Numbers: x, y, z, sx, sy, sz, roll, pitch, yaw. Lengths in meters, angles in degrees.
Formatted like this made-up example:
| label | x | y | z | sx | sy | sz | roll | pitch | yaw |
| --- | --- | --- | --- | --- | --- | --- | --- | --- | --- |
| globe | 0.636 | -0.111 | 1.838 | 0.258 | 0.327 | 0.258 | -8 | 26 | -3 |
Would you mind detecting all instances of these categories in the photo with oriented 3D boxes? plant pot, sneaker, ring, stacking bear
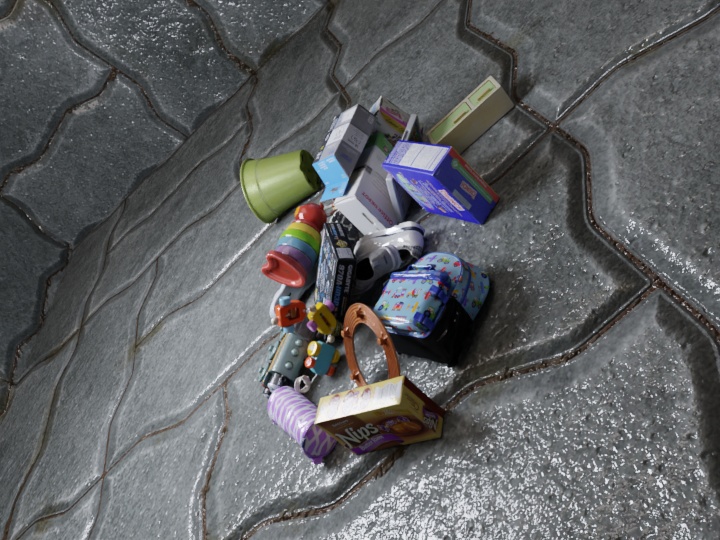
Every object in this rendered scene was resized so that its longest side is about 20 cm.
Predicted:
| label | x | y | z | sx | sy | sz | roll | pitch | yaw |
| --- | --- | --- | --- | --- | --- | --- | --- | --- | --- |
| plant pot | -0.222 | -0.264 | 2.020 | 0.186 | 0.202 | 0.203 | -18 | 40 | 21 |
| sneaker | 0.055 | -0.038 | 1.495 | 0.197 | 0.075 | 0.083 | -23 | 53 | 42 |
| sneaker | -0.064 | -0.065 | 1.640 | 0.205 | 0.076 | 0.080 | -67 | 18 | 8 |
| sneaker | -0.167 | 0.037 | 1.700 | 0.202 | 0.073 | 0.070 | -54 | 14 | -23 |
| ring | 0.014 | 0.160 | 1.232 | 0.019 | 0.207 | 0.199 | -14 | 18 | -25 |
| sneaker | 0.000 | 0.000 | 1.465 | 0.081 | 0.076 | 0.199 | -18 | -13 | -38 |
| stacking bear | -0.143 | -0.074 | 1.645 | 0.204 | 0.112 | 0.122 | -67 | 6 | -28 |

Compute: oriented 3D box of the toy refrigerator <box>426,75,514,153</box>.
| label | x | y | z | sx | sy | sz | roll | pitch | yaw |
| --- | --- | --- | --- | --- | --- | --- | --- | --- | --- |
| toy refrigerator | 0.249 | -0.348 | 1.579 | 0.199 | 0.070 | 0.077 | -40 | 31 | 15 |

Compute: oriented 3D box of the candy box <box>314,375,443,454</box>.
| label | x | y | z | sx | sy | sz | roll | pitch | yaw |
| --- | --- | --- | --- | --- | --- | --- | --- | --- | --- |
| candy box | 0.030 | 0.248 | 1.161 | 0.197 | 0.116 | 0.058 | -23 | 39 | 36 |

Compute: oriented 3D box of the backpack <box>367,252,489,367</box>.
| label | x | y | z | sx | sy | sz | roll | pitch | yaw |
| --- | --- | --- | --- | --- | --- | --- | --- | --- | --- |
| backpack | 0.130 | 0.049 | 1.236 | 0.180 | 0.135 | 0.202 | 6 | 57 | 53 |

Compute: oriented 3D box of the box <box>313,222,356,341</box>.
| label | x | y | z | sx | sy | sz | roll | pitch | yaw |
| --- | --- | --- | --- | --- | --- | --- | --- | --- | --- |
| box | -0.058 | 0.024 | 1.482 | 0.160 | 0.045 | 0.205 | -113 | 28 | -57 |

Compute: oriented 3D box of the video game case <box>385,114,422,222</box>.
| label | x | y | z | sx | sy | sz | roll | pitch | yaw |
| --- | --- | --- | --- | --- | --- | --- | --- | --- | --- |
| video game case | 0.108 | -0.234 | 1.578 | 0.018 | 0.145 | 0.204 | 8 | 57 | 22 |

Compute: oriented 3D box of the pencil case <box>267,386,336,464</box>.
| label | x | y | z | sx | sy | sz | roll | pitch | yaw |
| --- | --- | --- | --- | --- | --- | --- | --- | --- | --- |
| pencil case | -0.115 | 0.297 | 1.340 | 0.199 | 0.082 | 0.088 | 25 | 112 | 60 |

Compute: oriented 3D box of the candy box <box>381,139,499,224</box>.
| label | x | y | z | sx | sy | sz | roll | pitch | yaw |
| --- | --- | --- | --- | --- | --- | --- | --- | --- | --- |
| candy box | 0.162 | -0.184 | 1.413 | 0.078 | 0.168 | 0.199 | -54 | 32 | -6 |

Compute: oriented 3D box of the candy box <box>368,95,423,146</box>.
| label | x | y | z | sx | sy | sz | roll | pitch | yaw |
| --- | --- | --- | --- | --- | --- | --- | --- | --- | --- |
| candy box | 0.046 | -0.313 | 1.697 | 0.200 | 0.134 | 0.062 | -44 | 26 | 40 |

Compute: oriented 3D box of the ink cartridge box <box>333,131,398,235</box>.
| label | x | y | z | sx | sy | sz | roll | pitch | yaw |
| --- | --- | --- | --- | --- | --- | --- | --- | --- | --- |
| ink cartridge box | 0.036 | -0.195 | 1.613 | 0.083 | 0.146 | 0.204 | -14 | 44 | 45 |

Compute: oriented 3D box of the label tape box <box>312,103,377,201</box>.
| label | x | y | z | sx | sy | sz | roll | pitch | yaw |
| --- | --- | --- | --- | --- | --- | --- | --- | --- | --- |
| label tape box | -0.051 | -0.271 | 1.595 | 0.143 | 0.062 | 0.204 | -3 | 61 | 65 |

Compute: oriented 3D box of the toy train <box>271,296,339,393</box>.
| label | x | y | z | sx | sy | sz | roll | pitch | yaw |
| --- | --- | --- | --- | --- | --- | --- | --- | --- | --- |
| toy train | -0.115 | 0.135 | 1.392 | 0.148 | 0.206 | 0.055 | -22 | 22 | -34 |

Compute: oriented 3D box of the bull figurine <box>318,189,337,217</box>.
| label | x | y | z | sx | sy | sz | roll | pitch | yaw |
| --- | --- | --- | --- | --- | --- | --- | --- | --- | --- |
| bull figurine | -0.039 | -0.155 | 1.735 | 0.118 | 0.066 | 0.201 | -21 | 29 | 3 |

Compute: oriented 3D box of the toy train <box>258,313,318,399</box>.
| label | x | y | z | sx | sy | sz | roll | pitch | yaw |
| --- | --- | --- | --- | --- | --- | --- | --- | --- | --- |
| toy train | -0.153 | 0.180 | 1.483 | 0.204 | 0.084 | 0.114 | -65 | 11 | -24 |
